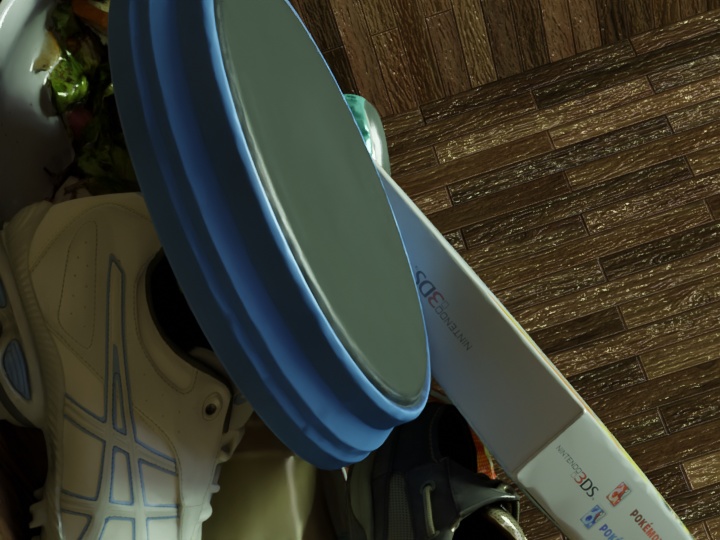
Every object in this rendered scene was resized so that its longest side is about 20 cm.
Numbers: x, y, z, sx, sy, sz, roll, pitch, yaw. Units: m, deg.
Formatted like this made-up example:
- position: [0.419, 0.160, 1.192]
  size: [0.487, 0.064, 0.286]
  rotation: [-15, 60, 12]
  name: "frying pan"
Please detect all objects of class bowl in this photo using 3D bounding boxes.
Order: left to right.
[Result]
- position: [-0.027, -0.027, 0.595]
  size: [0.201, 0.039, 0.202]
  rotation: [-90, 154, -57]
  name: "bowl"

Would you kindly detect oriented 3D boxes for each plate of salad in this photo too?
- position: [-0.091, -0.041, 0.680]
  size: [0.200, 0.048, 0.202]
  rotation: [20, 67, -60]
  name: "plate of salad"

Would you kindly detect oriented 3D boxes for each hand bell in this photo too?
- position: [-0.048, 0.041, 0.661]
  size: [0.104, 0.103, 0.202]
  rotation: [50, 36, -83]
  name: "hand bell"

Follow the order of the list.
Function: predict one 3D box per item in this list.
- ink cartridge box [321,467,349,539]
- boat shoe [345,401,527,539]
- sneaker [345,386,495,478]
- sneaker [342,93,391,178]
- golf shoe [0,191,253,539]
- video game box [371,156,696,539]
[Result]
- position: [-0.028, 0.189, 0.809]
  size: [0.146, 0.087, 0.201]
  rotation: [71, 4, -46]
  name: "ink cartridge box"
- position: [0.035, 0.118, 0.616]
  size: [0.201, 0.073, 0.075]
  rotation: [-75, 144, -58]
  name: "boat shoe"
- position: [0.001, 0.077, 0.789]
  size: [0.200, 0.073, 0.078]
  rotation: [48, 38, -31]
  name: "sneaker"
- position: [0.000, 0.000, 0.890]
  size: [0.091, 0.077, 0.202]
  rotation: [-17, 111, -51]
  name: "sneaker"
- position: [-0.072, 0.069, 0.562]
  size: [0.078, 0.096, 0.202]
  rotation: [-103, 176, -77]
  name: "golf shoe"
- position: [0.072, 0.057, 0.731]
  size: [0.182, 0.047, 0.200]
  rotation: [45, 5, -45]
  name: "video game box"
